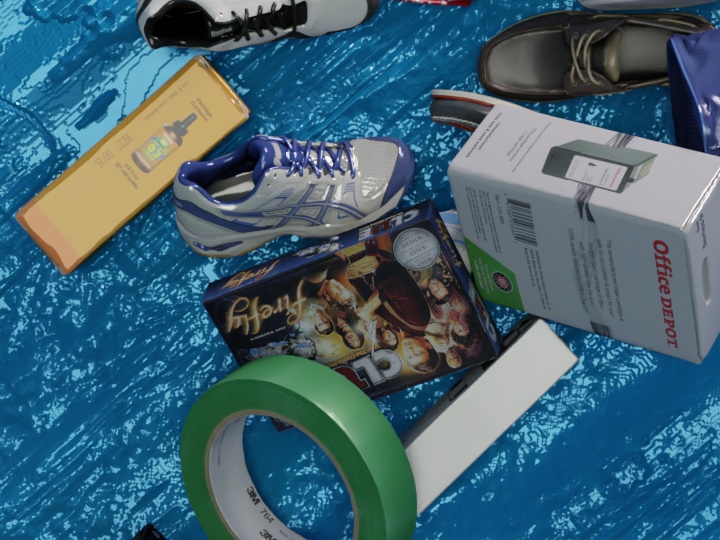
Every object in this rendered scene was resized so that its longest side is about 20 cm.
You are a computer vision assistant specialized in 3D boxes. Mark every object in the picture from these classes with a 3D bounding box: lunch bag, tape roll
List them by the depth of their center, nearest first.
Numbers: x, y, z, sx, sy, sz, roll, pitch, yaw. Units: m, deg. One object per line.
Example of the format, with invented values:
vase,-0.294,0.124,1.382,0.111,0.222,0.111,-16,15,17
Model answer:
lunch bag,0.317,-0.092,1.428,0.131,0.136,0.201,-12,136,3
tape roll,-0.051,0.167,1.463,0.199,0.048,0.202,16,120,30

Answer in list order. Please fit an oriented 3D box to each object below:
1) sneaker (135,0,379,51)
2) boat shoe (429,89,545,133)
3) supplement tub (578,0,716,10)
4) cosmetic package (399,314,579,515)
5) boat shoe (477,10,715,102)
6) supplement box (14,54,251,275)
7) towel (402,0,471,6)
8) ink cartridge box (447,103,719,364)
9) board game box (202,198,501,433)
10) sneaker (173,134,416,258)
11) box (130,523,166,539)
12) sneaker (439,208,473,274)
sneaker,-0.083,-0.203,1.473,0.198,0.080,0.074,-4,126,5
boat shoe,0.145,-0.095,1.490,0.199,0.071,0.063,18,97,-4
supplement tub,0.224,-0.308,1.446,0.121,0.123,0.202,-3,93,2
cosmetic package,0.086,0.120,1.497,0.200,0.083,0.051,-44,89,3
boat shoe,0.192,-0.176,1.479,0.198,0.073,0.075,-8,93,2
supplement box,-0.181,-0.086,1.498,0.200,0.069,0.067,-40,93,5
towel,0.004,-0.294,1.503,0.198,0.022,0.146,5,93,1
ink cartridge box,0.180,-0.028,1.400,0.199,0.147,0.084,17,53,30
board game box,-0.006,0.039,1.468,0.199,0.035,0.136,-21,115,18
sneaker,-0.052,-0.070,1.471,0.199,0.088,0.076,-18,55,-5
box,-0.221,0.311,1.485,0.079,0.141,0.200,45,94,-1
sneaker,0.000,0.000,1.507,0.198,0.073,0.072,-14,122,14
